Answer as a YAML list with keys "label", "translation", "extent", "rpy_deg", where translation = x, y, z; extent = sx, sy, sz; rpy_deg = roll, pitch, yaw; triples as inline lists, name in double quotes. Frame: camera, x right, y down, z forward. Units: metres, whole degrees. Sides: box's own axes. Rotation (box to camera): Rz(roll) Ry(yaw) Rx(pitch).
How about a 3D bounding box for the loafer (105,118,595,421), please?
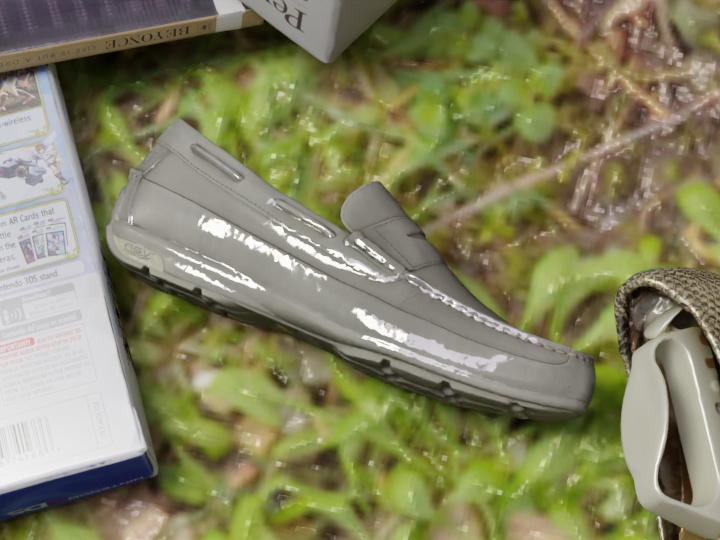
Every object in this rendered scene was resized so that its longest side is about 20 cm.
- label: "loafer"
  translation: [0.000, 0.000, 0.852]
  extent: [0.200, 0.070, 0.070]
  rpy_deg: [23, 82, 10]

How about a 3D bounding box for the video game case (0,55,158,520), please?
- label: "video game case"
  translation: [-0.196, 0.018, 0.866]
  extent: [0.200, 0.045, 0.182]
  rpy_deg: [-15, 72, -3]

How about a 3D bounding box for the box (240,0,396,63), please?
- label: "box"
  translation: [-0.017, -0.228, 0.876]
  extent: [0.199, 0.131, 0.200]
  rpy_deg: [38, 64, 14]

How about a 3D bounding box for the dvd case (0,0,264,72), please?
- label: "dvd case"
  translation: [-0.153, -0.140, 0.898]
  extent: [0.200, 0.016, 0.149]
  rpy_deg: [-12, 59, -14]

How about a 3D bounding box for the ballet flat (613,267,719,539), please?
- label: "ballet flat"
  translation: [0.128, 0.092, 0.812]
  extent: [0.068, 0.075, 0.200]
  rpy_deg: [-26, 67, 35]
